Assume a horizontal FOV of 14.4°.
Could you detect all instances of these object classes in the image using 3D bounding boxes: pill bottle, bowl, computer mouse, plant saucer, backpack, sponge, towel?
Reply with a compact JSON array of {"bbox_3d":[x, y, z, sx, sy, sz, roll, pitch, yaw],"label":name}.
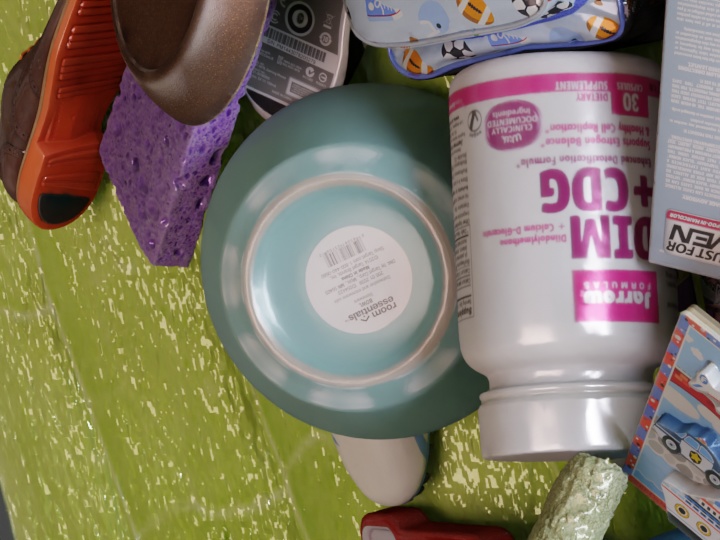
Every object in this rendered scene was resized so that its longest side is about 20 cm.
[{"bbox_3d":[0.105,-0.005,1.455,0.113,0.113,0.201,-8,81,38],"label":"pill bottle"},{"bbox_3d":[0.000,0.000,1.544,0.200,0.105,0.201,1,95,10],"label":"bowl"},{"bbox_3d":[-0.017,-0.176,1.598,0.110,0.044,0.200,27,113,23],"label":"computer mouse"},{"bbox_3d":[-0.099,-0.182,1.585,0.200,0.032,0.201,-176,90,-65],"label":"plant saucer"},{"bbox_3d":[0.071,-0.201,1.456,0.200,0.154,0.191,-7,91,37],"label":"backpack"},{"bbox_3d":[-0.101,-0.114,1.649,0.112,0.030,0.200,62,141,45],"label":"sponge"},{"bbox_3d":[0.091,0.166,1.449,0.036,0.200,0.149,25,79,4],"label":"towel"}]

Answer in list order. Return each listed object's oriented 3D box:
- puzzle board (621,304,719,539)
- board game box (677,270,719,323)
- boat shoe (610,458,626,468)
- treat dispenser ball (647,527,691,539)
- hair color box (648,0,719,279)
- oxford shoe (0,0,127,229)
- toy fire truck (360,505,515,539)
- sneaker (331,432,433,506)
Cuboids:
[{"bbox_3d":[0.210,0.121,1.322,0.200,0.017,0.151,40,149,18],"label":"puzzle board"},{"bbox_3d":[0.213,-0.057,1.468,0.120,0.032,0.200,48,127,19],"label":"board game box"},{"bbox_3d":[0.190,0.066,1.475,0.200,0.072,0.062,-18,83,62],"label":"boat shoe"},{"bbox_3d":[0.193,0.229,1.461,0.201,0.201,0.201,12,111,34],"label":"treat dispenser ball"},{"bbox_3d":[0.194,-0.104,1.386,0.061,0.099,0.200,15,114,31],"label":"hair color box"},{"bbox_3d":[-0.183,-0.126,1.723,0.073,0.071,0.200,40,121,35],"label":"oxford shoe"},{"bbox_3d":[0.069,0.236,1.632,0.168,0.112,0.200,-2,103,62],"label":"toy fire truck"},{"bbox_3d":[-0.012,0.044,1.643,0.072,0.072,0.200,-11,99,37],"label":"sneaker"}]
